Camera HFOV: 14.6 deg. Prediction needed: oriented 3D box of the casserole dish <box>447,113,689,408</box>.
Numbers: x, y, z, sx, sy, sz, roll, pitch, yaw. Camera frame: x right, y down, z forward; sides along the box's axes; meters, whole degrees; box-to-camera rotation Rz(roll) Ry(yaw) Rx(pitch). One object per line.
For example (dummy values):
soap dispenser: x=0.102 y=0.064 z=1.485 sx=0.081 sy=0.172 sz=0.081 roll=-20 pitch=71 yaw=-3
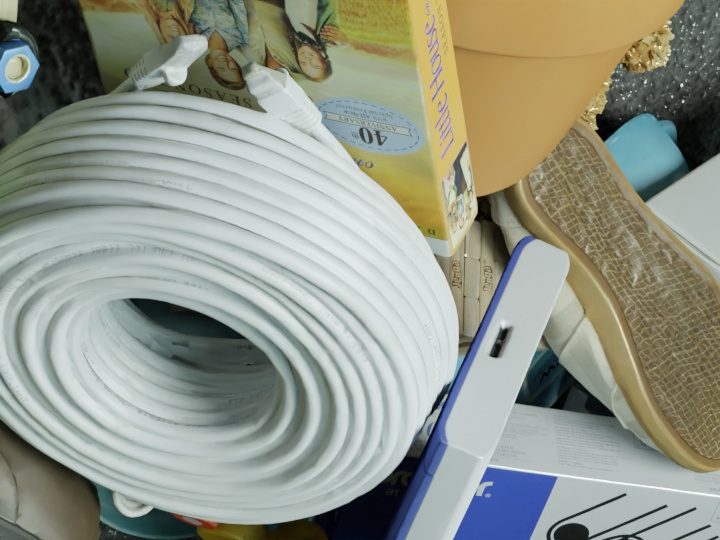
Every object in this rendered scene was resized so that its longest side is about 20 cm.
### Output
casserole dish: x=0.097 y=0.012 z=1.340 sx=0.200 sy=0.039 sz=0.121 roll=-45 pitch=157 yaw=-13

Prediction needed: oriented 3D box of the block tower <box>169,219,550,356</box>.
block tower: x=0.000 y=0.000 z=1.197 sx=0.200 sy=0.054 sz=0.058 roll=13 pitch=74 yaw=-47

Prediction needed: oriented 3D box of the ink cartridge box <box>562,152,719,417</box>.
ink cartridge box: x=0.180 y=0.033 z=1.370 sx=0.145 sy=0.084 sz=0.200 roll=-33 pitch=153 yaw=-39

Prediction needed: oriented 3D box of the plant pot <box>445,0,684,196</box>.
plant pot: x=0.032 y=-0.124 z=1.115 sx=0.200 sy=0.200 sz=0.140 roll=-19 pitch=143 yaw=-36

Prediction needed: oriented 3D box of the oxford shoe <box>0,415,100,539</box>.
oxford shoe: x=-0.178 y=0.065 z=1.121 sx=0.200 sy=0.072 sz=0.085 roll=45 pitch=47 yaw=-39

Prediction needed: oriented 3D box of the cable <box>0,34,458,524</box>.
cable: x=-0.061 y=0.018 z=1.072 sx=0.200 sy=0.200 sz=0.069 roll=41 pitch=45 yaw=-26

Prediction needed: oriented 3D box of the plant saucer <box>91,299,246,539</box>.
plant saucer: x=-0.059 y=0.023 z=1.229 sx=0.200 sy=0.027 sz=0.201 roll=-24 pitch=130 yaw=-32

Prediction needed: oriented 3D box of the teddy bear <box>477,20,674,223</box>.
teddy bear: x=0.093 y=-0.103 z=1.267 sx=0.200 sy=0.067 sz=0.145 roll=-52 pitch=142 yaw=-5

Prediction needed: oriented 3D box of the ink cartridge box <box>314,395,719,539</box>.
ink cartridge box: x=0.086 y=0.110 z=1.302 sx=0.199 sy=0.044 sz=0.094 roll=9 pitch=134 yaw=-12

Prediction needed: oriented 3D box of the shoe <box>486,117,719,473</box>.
shoe: x=0.110 y=0.008 z=1.239 sx=0.070 sy=0.053 sz=0.200 roll=-46 pitch=119 yaw=-25

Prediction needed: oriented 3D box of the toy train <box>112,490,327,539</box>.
toy train: x=-0.049 y=0.145 z=1.213 sx=0.150 sy=0.055 sz=0.201 roll=-41 pitch=134 yaw=-50

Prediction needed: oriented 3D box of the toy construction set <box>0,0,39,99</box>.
toy construction set: x=-0.174 y=-0.094 z=1.002 sx=0.131 sy=0.092 sz=0.200 roll=-13 pitch=134 yaw=-38

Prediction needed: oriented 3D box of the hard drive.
hard drive: x=0.029 y=0.097 z=1.164 sx=0.132 sy=0.025 sz=0.200 roll=-63 pitch=176 yaw=-49

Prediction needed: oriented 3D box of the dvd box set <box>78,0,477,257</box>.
dvd box set: x=-0.037 y=-0.095 z=1.022 sx=0.029 sy=0.146 sz=0.200 roll=-59 pitch=154 yaw=-34
